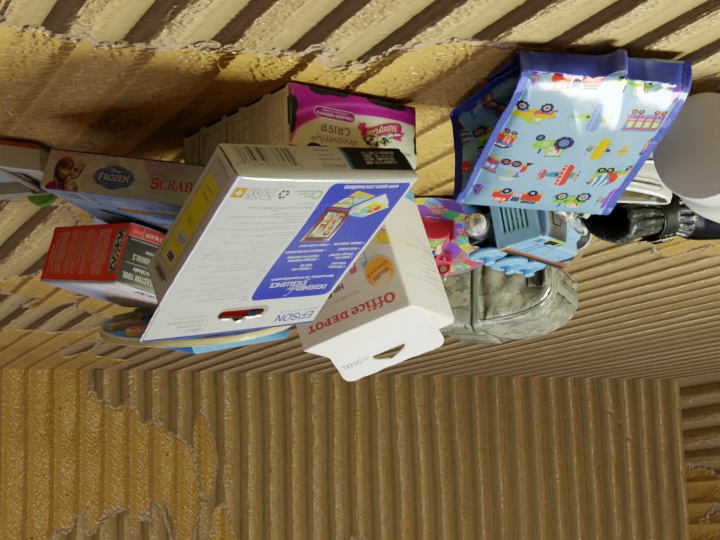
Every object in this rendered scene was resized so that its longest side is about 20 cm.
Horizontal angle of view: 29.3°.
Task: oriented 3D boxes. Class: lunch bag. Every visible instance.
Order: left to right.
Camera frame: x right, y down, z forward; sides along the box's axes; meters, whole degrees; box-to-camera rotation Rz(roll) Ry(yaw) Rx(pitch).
[{"bbox_3d":[0.197,0.025,1.844,0.167,0.140,0.200,2,170,18],"label":"lunch bag"},{"bbox_3d":[0.177,-0.128,1.164,0.150,0.095,0.200,4,160,-14],"label":"lunch bag"}]

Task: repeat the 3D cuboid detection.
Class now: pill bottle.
[{"bbox_3d":[0.353,-0.095,1.261,0.113,0.114,0.200,-9,168,35],"label":"pill bottle"}]

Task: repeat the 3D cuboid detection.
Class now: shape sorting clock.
[{"bbox_3d":[-0.164,0.050,1.395,0.199,0.039,0.200,-1,-174,0],"label":"shape sorting clock"}]

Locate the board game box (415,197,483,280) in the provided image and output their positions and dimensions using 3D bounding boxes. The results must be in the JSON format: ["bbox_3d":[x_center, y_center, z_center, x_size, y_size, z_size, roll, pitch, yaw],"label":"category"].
[{"bbox_3d":[0.081,-0.022,1.677,0.157,0.039,0.200,-17,148,28],"label":"board game box"}]

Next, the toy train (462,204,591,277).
[{"bbox_3d":[0.200,-0.046,1.616,0.114,0.087,0.200,-15,165,30],"label":"toy train"}]

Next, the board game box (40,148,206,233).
[{"bbox_3d":[-0.156,-0.053,1.272,0.199,0.041,0.199,9,168,26],"label":"board game box"}]

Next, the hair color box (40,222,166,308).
[{"bbox_3d":[-0.229,-0.003,1.349,0.101,0.062,0.200,20,170,-32],"label":"hair color box"}]

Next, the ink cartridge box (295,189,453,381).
[{"bbox_3d":[0.000,0.000,1.416,0.128,0.201,0.125,-24,162,19],"label":"ink cartridge box"}]

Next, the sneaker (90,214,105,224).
[{"bbox_3d":[-0.248,-0.064,1.475,0.087,0.075,0.200,7,167,-12],"label":"sneaker"}]

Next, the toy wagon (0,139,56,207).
[{"bbox_3d":[-0.398,-0.094,1.362,0.199,0.040,0.155,-3,170,11],"label":"toy wagon"}]

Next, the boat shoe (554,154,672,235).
[{"bbox_3d":[0.221,-0.080,1.405,0.201,0.087,0.075,-1,170,-4],"label":"boat shoe"}]

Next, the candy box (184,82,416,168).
[{"bbox_3d":[-0.060,-0.109,1.264,0.136,0.061,0.200,7,168,-33],"label":"candy box"}]

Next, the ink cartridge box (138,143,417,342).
[{"bbox_3d":[-0.077,-0.025,1.171,0.197,0.047,0.200,-4,144,-43],"label":"ink cartridge box"}]

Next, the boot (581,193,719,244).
[{"bbox_3d":[0.358,-0.070,1.504,0.157,0.080,0.211,3,169,-28],"label":"boot"}]
